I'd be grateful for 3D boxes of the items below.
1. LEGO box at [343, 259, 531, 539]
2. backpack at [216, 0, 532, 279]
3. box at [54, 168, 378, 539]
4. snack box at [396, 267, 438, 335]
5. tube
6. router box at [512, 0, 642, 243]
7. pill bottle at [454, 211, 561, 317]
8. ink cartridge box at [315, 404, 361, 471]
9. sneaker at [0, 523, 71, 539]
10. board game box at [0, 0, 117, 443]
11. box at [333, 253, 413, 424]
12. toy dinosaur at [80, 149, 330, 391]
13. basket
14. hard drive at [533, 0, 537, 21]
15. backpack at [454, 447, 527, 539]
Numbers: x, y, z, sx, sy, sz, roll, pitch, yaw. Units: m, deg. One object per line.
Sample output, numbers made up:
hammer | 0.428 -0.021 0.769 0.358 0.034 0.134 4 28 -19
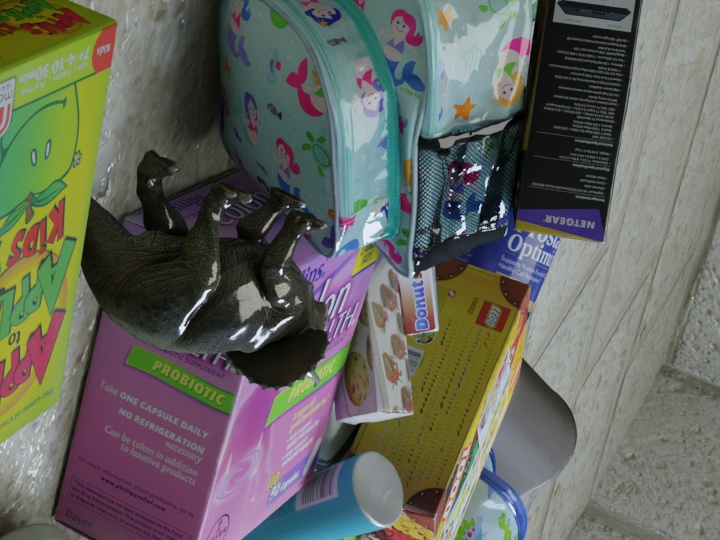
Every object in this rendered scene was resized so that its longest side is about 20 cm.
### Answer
LEGO box | 0.056 0.115 1.224 0.149 0.077 0.201 87 25 -59
backpack | 0.007 -0.117 0.896 0.150 0.178 0.201 -16 133 -30
box | -0.081 0.055 0.989 0.176 0.096 0.201 -31 141 -63
snack box | 0.033 -0.045 1.070 0.201 0.024 0.072 -91 175 -57
tube | -0.060 0.174 1.129 0.199 0.051 0.077 -23 -171 37
router box | 0.123 -0.107 0.942 0.200 0.052 0.159 -56 153 -82
pill bottle | 0.137 -0.061 1.486 0.201 0.111 0.112 -68 163 3
ink cartridge box | -0.025 0.075 1.209 0.147 0.083 0.201 -51 157 -43
sneaker | -0.152 0.224 0.937 0.075 0.107 0.200 -33 154 1
board game box | -0.166 -0.013 0.717 0.102 0.047 0.201 -41 149 -57
box | 0.000 0.000 1.086 0.039 0.041 0.202 8 73 -48
toy dinosaur | -0.078 0.004 0.802 0.199 0.077 0.103 14 103 -34
basket | 0.100 0.122 1.559 0.200 0.179 0.137 55 44 -58
hard drive | 0.072 -0.174 1.089 0.199 0.038 0.140 -27 174 -46
backpack | 0.040 0.197 1.369 0.147 0.199 0.184 -57 160 -29
